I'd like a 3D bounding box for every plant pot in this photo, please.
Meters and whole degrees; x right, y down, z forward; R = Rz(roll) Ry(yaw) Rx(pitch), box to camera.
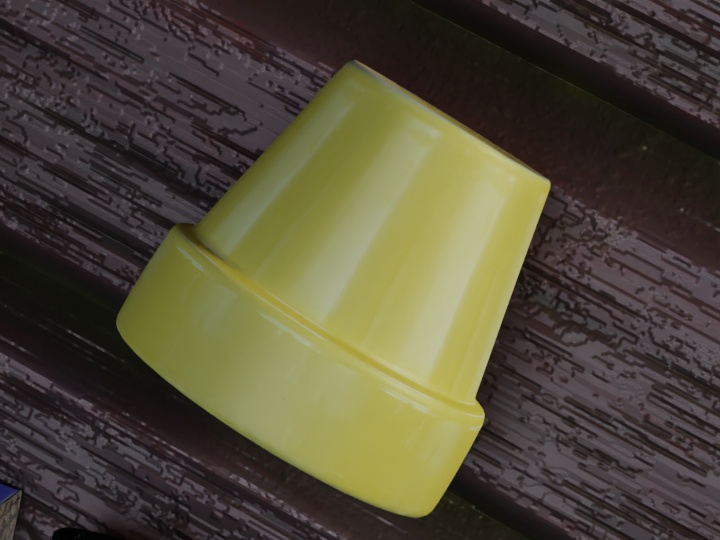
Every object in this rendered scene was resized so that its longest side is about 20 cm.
[{"bbox_3d":[0.000,0.000,1.312,0.200,0.201,0.190,32,96,8],"label":"plant pot"}]

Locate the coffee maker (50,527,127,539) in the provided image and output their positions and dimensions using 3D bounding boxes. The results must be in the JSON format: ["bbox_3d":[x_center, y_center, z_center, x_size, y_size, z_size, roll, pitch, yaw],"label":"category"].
[{"bbox_3d":[-0.164,0.262,1.416,0.134,0.191,0.201,26,101,46],"label":"coffee maker"}]

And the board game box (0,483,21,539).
[{"bbox_3d":[-0.329,0.187,1.501,0.199,0.097,0.161,19,108,12],"label":"board game box"}]
